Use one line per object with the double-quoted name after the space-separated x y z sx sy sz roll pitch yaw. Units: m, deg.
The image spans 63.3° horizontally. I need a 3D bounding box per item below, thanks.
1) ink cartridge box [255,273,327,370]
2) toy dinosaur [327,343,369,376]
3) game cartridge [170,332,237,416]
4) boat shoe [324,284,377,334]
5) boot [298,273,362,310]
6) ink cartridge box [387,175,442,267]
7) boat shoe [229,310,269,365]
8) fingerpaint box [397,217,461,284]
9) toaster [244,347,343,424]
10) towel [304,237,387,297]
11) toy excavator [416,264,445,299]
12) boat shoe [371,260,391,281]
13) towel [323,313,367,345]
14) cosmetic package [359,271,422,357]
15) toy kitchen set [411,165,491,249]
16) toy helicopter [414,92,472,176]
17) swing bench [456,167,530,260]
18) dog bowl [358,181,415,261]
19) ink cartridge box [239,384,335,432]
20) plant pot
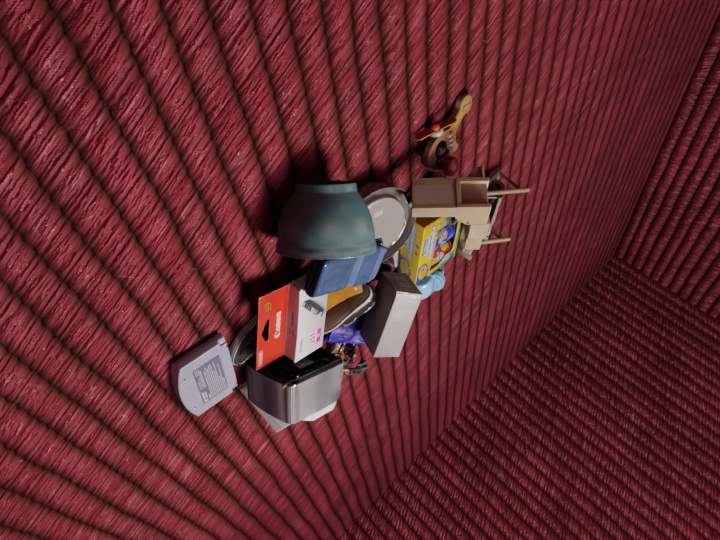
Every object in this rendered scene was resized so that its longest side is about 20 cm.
-0.148 0.116 1.276 0.173 0.043 0.201 -29 137 -44 "ink cartridge box"
-0.064 0.265 1.683 0.135 0.103 0.200 -11 153 -29 "toy dinosaur"
-0.341 0.233 1.272 0.133 0.041 0.201 -37 149 -30 "game cartridge"
-0.046 0.107 1.473 0.200 0.074 0.060 -38 148 8 "boat shoe"
-0.064 0.068 1.388 0.143 0.071 0.202 -12 135 -7 "boot"
0.138 -0.133 1.524 0.199 0.041 0.201 -41 149 -19 "ink cartridge box"
-0.222 0.139 1.308 0.201 0.057 0.069 -53 152 4 "boat shoe"
0.186 -0.087 1.523 0.166 0.073 0.201 -32 145 -31 "fingerpaint box"
-0.163 0.255 1.381 0.199 0.180 0.120 -18 116 -45 "toaster"
-0.032 -0.008 1.256 0.199 0.048 0.112 -15 137 -46 "towel"
0.133 0.043 1.646 0.100 0.193 0.201 85 24 -53 "toy excavator"
0.001 -0.002 1.461 0.201 0.063 0.074 -12 138 -47 "boat shoe"
0.008 0.146 1.580 0.199 0.050 0.148 8 122 -30 "towel"
0.076 0.114 1.498 0.090 0.107 0.201 6 117 -29 "cosmetic package"
0.209 -0.168 1.393 0.179 0.165 0.200 0 154 3 "toy kitchen set"
0.202 -0.330 1.372 0.132 0.079 0.201 28 89 -52 "toy helicopter"
0.365 -0.169 1.724 0.199 0.130 0.200 -22 142 -33 "swing bench"
0.031 -0.111 1.335 0.199 0.059 0.201 -21 133 -25 "dog bowl"
-0.184 0.324 1.475 0.199 0.160 0.048 -21 139 -42 "ink cartridge box"
-0.066 -0.106 1.133 0.199 0.199 0.135 -13 108 -48 "plant pot"
